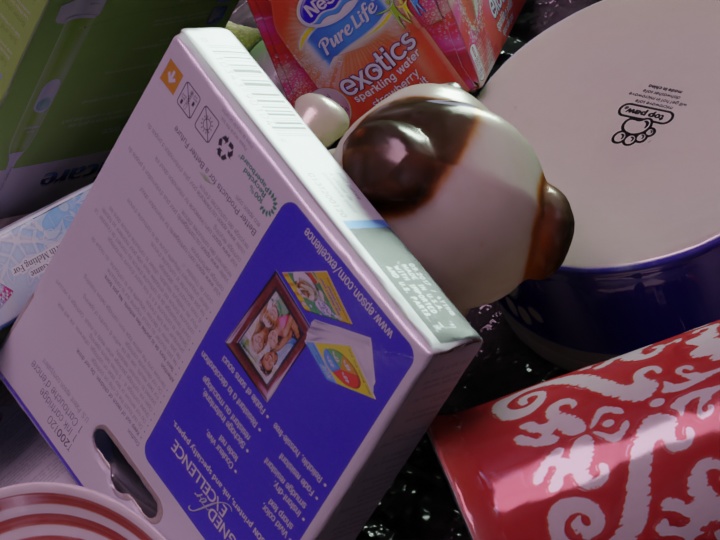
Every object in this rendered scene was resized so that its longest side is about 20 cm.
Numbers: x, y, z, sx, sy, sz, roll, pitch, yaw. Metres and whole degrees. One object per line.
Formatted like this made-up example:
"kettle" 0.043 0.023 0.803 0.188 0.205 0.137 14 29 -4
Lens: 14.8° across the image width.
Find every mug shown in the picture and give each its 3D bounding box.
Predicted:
"mug" 0.137 0.072 1.174 0.199 0.134 0.178 -23 42 0

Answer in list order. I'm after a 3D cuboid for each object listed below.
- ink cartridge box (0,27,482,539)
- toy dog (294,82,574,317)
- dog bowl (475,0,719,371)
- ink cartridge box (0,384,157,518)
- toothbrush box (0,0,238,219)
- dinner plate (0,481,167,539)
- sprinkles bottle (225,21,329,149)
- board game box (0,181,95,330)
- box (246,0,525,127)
"ink cartridge box" -0.059 0.035 1.192 0.198 0.043 0.200 51 124 28
"toy dog" 0.000 0.000 1.237 0.200 0.139 0.194 -49 21 33
"dog bowl" 0.147 -0.046 1.329 0.199 0.079 0.201 -16 41 14
"ink cartridge box" -0.170 0.114 1.343 0.160 0.047 0.200 -41 24 10
"toothbrush box" -0.151 -0.128 1.437 0.145 0.200 0.086 -15 54 -46
"dinner plate" -0.138 0.193 1.211 0.199 0.024 0.201 -5 80 27
"sprinkles bottle" -0.098 -0.111 1.541 0.200 0.068 0.068 16 56 40
"board game box" -0.194 0.012 1.367 0.199 0.043 0.200 -30 5 -40
"box" 0.018 -0.151 1.441 0.099 0.096 0.200 -16 17 18
